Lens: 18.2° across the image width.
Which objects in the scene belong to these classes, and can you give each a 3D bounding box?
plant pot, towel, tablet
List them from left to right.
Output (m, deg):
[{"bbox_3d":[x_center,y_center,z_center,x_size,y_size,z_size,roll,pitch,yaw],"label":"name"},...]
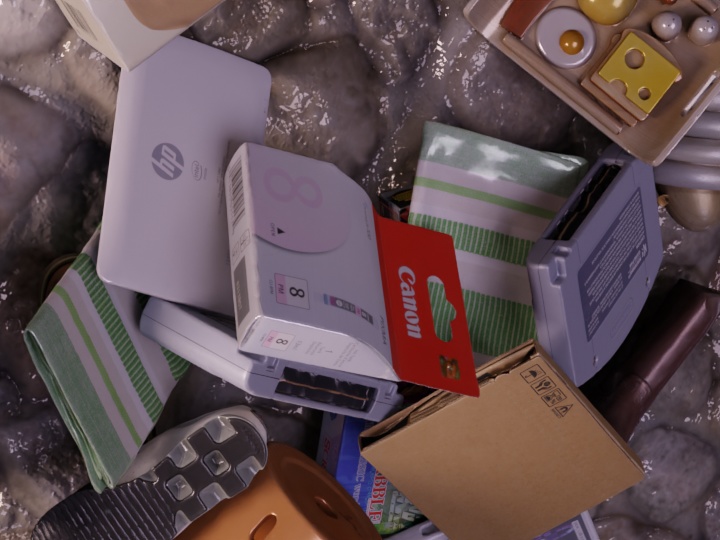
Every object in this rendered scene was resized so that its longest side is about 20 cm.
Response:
[{"bbox_3d":[-0.178,0.046,1.657,0.153,0.023,0.200,68,30,-29],"label":"towel"},{"bbox_3d":[-0.128,-0.074,1.659,0.130,0.014,0.201,17,69,-34],"label":"tablet"},{"bbox_3d":[-0.073,0.228,1.748,0.140,0.200,0.200,-46,126,12],"label":"plant pot"},{"bbox_3d":[0.104,-0.005,1.786,0.152,0.023,0.201,12,84,-25],"label":"towel"}]

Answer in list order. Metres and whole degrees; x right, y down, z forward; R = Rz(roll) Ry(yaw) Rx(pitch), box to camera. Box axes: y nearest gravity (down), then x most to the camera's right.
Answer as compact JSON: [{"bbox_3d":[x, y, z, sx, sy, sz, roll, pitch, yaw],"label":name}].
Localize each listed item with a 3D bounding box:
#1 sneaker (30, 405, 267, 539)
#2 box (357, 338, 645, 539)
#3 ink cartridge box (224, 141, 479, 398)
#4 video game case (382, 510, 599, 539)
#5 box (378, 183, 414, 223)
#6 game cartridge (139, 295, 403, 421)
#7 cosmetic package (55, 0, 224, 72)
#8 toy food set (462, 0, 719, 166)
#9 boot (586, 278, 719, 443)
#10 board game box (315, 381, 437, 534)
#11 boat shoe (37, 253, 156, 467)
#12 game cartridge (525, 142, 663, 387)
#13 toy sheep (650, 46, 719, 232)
[{"bbox_3d":[-0.154,0.166,1.692,0.199,0.089,0.074,-28,101,7],"label":"sneaker"},{"bbox_3d":[0.113,0.147,1.766,0.163,0.021,0.200,-30,136,14],"label":"box"},{"bbox_3d":[0.000,0.000,1.648,0.199,0.163,0.057,10,139,-22],"label":"ink cartridge box"},{"bbox_3d":[0.115,0.251,1.918,0.181,0.023,0.200,-24,144,2],"label":"video game case"},{"bbox_3d":[0.092,0.014,1.866,0.136,0.040,0.201,-18,119,-21],"label":"box"},{"bbox_3d":[-0.070,0.065,1.693,0.200,0.133,0.042,17,93,-54],"label":"game cartridge"},{"bbox_3d":[-0.122,-0.238,1.599,0.200,0.105,0.071,-39,124,-12],"label":"cosmetic package"},{"bbox_3d":[0.202,-0.198,1.780,0.200,0.060,0.144,39,88,0],"label":"toy food set"},{"bbox_3d":[0.247,0.085,1.915,0.064,0.186,0.200,42,90,-4],"label":"boot"},{"bbox_3d":[0.065,0.118,1.848,0.199,0.041,0.201,-2,113,-27],"label":"board game box"},{"bbox_3d":[-0.191,0.083,1.716,0.072,0.068,0.201,-24,120,-18],"label":"boat shoe"},{"bbox_3d":[0.189,-0.001,1.794,0.200,0.041,0.134,-49,133,-46],"label":"game cartridge"},{"bbox_3d":[0.288,-0.132,1.862,0.137,0.138,0.201,3,97,-31],"label":"toy sheep"}]
